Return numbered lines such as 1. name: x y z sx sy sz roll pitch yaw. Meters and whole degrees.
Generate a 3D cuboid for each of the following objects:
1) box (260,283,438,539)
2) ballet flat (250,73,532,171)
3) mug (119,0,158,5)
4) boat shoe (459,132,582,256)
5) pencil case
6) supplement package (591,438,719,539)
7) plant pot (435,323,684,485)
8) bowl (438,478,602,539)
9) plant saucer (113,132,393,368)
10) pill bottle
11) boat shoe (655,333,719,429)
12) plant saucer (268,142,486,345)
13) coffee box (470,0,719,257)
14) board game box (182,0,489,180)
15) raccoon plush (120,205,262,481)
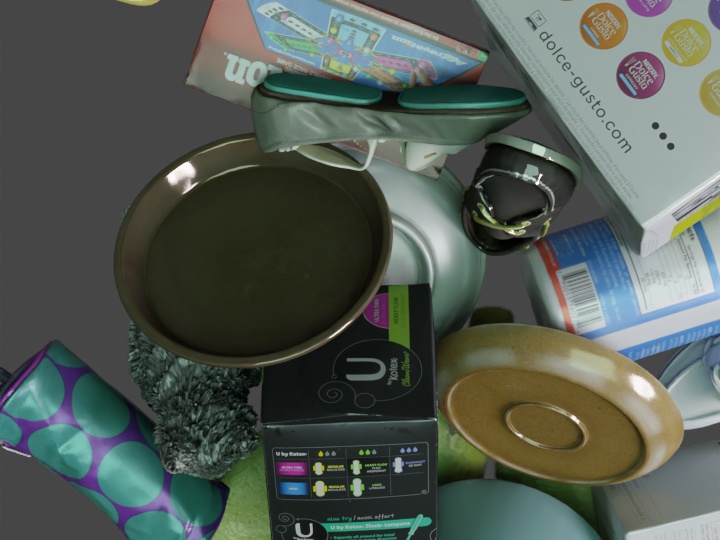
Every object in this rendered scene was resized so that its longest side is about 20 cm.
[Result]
1. box: -0.006 0.130 1.201 0.124 0.149 0.200 -2 129 1
2. ballet flat: 0.021 -0.101 1.161 0.200 0.067 0.064 5 112 11
3. mug: -0.130 -0.277 1.107 0.153 0.187 0.149 20 73 -22
4. boat shoe: 0.109 -0.049 1.158 0.072 0.201 0.061 24 84 4
5. pencil case: -0.194 0.144 1.252 0.200 0.085 0.092 43 84 -18
6. supplement package: 0.300 0.210 1.317 0.200 0.117 0.117 -12 110 -3
7. plant pot: 0.142 0.109 1.242 0.200 0.027 0.200 16 147 11
8. bowl: 0.097 0.275 1.287 0.201 0.105 0.201 7 114 15
9. plant saucer: -0.075 -0.013 1.166 0.200 0.200 0.029 -15 145 -2
10. pill bottle: 0.230 0.002 1.241 0.200 0.112 0.112 -17 110 -1
11. boat shoe: 0.296 0.069 1.259 0.074 0.065 0.200 50 125 2
12. plant saucer: 0.000 0.000 1.245 0.200 0.050 0.200 -2 109 -6
13. coffee box: 0.212 -0.151 1.102 0.198 0.200 0.200 -35 80 5
14. board game box: -0.018 -0.148 1.195 0.200 0.019 0.103 20 106 -6
15. raccoon plush: -0.140 0.062 1.202 0.097 0.134 0.200 -30 110 4
